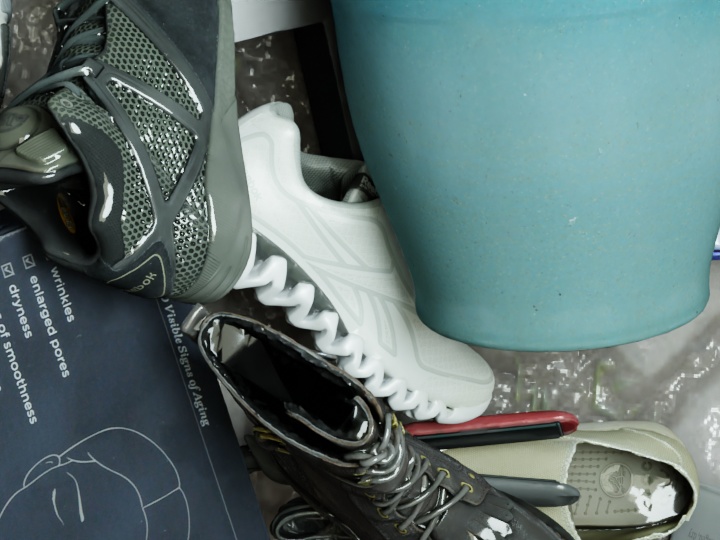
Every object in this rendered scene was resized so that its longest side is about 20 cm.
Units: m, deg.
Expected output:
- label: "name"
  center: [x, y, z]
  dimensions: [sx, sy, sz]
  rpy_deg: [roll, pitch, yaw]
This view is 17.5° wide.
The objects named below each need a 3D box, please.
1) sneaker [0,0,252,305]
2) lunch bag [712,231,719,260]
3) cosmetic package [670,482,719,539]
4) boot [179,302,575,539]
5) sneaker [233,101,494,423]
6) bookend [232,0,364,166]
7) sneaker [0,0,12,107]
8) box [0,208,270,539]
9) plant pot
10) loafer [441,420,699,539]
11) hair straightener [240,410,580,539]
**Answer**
- label: "sneaker"
  center: [-0.113, -0.087, 0.997]
  dimensions: [0.114, 0.076, 0.201]
  rpy_deg: [8, 70, -45]
- label: "lunch bag"
  center: [0.172, -0.104, 1.187]
  dimensions: [0.169, 0.124, 0.201]
  rpy_deg: [0, 83, -16]
- label: "cosmetic package"
  center: [0.249, 0.229, 1.199]
  dimensions: [0.166, 0.166, 0.201]
  rpy_deg: [12, 89, -18]
- label: "boot"
  center: [0.013, 0.094, 1.040]
  dimensions: [0.199, 0.174, 0.069]
  rpy_deg: [31, 80, 15]
- label: "sneaker"
  center: [0.000, 0.000, 1.098]
  dimensions: [0.200, 0.075, 0.081]
  rpy_deg: [39, 100, -27]
- label: "bookend"
  center: [-0.027, -0.121, 1.139]
  dimensions: [0.198, 0.092, 0.201]
  rpy_deg: [-15, 101, -12]
- label: "sneaker"
  center: [-0.224, -0.165, 1.092]
  dimensions: [0.115, 0.075, 0.201]
  rpy_deg: [-4, 83, -12]
- label: "box"
  center: [-0.165, 0.085, 1.033]
  dimensions: [0.196, 0.124, 0.201]
  rpy_deg: [-25, 100, -43]
- label: "plant pot"
  center: [0.085, -0.072, 1.035]
  dimensions: [0.199, 0.200, 0.189]
  rpy_deg: [-10, 108, -17]
- label: "loafer"
  center: [0.085, 0.111, 1.193]
  dimensions: [0.199, 0.068, 0.076]
  rpy_deg: [-8, 94, -16]
- label: "hair straightener"
  center: [0.009, 0.112, 1.142]
  dimensions: [0.199, 0.041, 0.077]
  rpy_deg: [-3, 74, 2]
